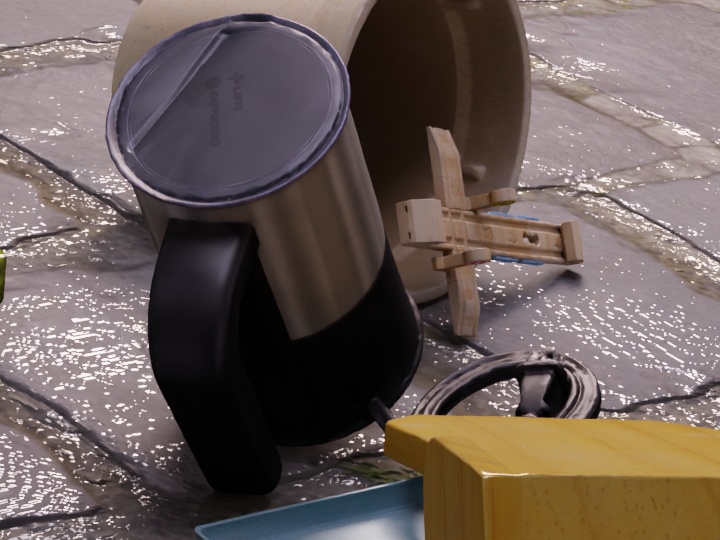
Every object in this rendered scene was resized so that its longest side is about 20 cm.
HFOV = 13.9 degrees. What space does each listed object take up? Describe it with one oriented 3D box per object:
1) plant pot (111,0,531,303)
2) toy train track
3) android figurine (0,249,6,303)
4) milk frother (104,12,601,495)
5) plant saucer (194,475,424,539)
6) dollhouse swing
[{"bbox_3d":[-0.032,-0.095,1.675,0.183,0.202,0.200,11,19,35],"label":"plant pot"},{"bbox_3d":[0.083,-0.022,1.642,0.032,0.115,0.200,-12,-9,29],"label":"toy train track"},{"bbox_3d":[-0.288,-0.012,1.532,0.199,0.041,0.182,2,24,-20],"label":"android figurine"},{"bbox_3d":[0.000,0.000,1.387,0.199,0.189,0.181,-10,50,6],"label":"milk frother"},{"bbox_3d":[0.020,0.123,1.366,0.199,0.019,0.070,-9,28,-39],"label":"plant saucer"},{"bbox_3d":[0.112,0.145,1.271,0.199,0.183,0.176,2,-9,-21],"label":"dollhouse swing"}]
